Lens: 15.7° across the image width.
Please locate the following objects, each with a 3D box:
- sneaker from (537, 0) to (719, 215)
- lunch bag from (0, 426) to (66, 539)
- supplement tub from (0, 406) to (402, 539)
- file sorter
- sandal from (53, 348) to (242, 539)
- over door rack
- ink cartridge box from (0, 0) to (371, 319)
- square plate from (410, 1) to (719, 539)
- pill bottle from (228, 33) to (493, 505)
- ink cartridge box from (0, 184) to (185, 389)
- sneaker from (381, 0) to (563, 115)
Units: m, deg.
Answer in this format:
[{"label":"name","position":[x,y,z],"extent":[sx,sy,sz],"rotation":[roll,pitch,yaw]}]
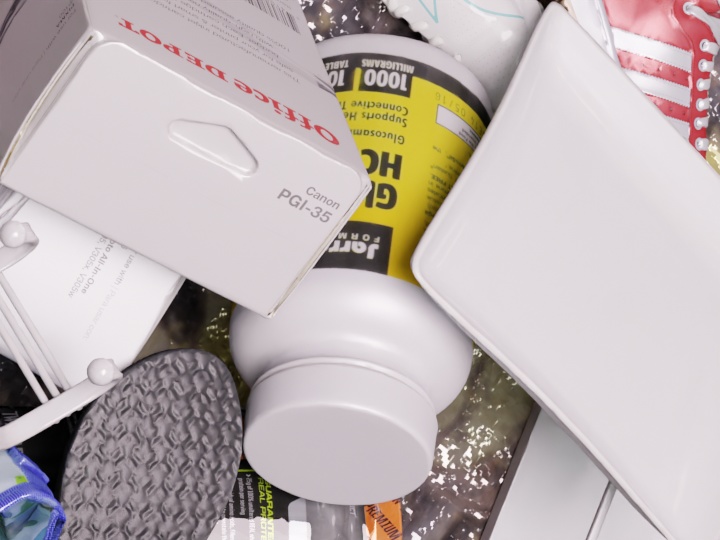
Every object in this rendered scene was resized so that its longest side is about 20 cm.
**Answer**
[{"label":"sneaker","position":[0.161,-0.101,1.296],"extent":[0.112,0.071,0.201],"rotation":[-21,97,-9]},{"label":"lunch bag","position":[-0.231,0.130,1.125],"extent":[0.200,0.170,0.127],"rotation":[-49,134,-1]},{"label":"supplement tub","position":[-0.087,0.125,1.218],"extent":[0.198,0.122,0.124],"rotation":[1,94,-15]},{"label":"file sorter","position":[0.179,0.142,1.292],"extent":[0.199,0.124,0.140],"rotation":[23,89,-16]},{"label":"sandal","position":[-0.109,0.128,1.123],"extent":[0.075,0.048,0.202],"rotation":[20,82,-21]},{"label":"over door rack","position":[-0.215,0.035,1.035],"extent":[0.199,0.067,0.148],"rotation":[-32,82,-9]},{"label":"ink cartridge box","position":[-0.091,-0.086,1.144],"extent":[0.146,0.200,0.083],"rotation":[28,112,-26]},{"label":"square plate","position":[0.115,0.006,1.195],"extent":[0.198,0.028,0.200],"rotation":[46,45,-17]},{"label":"pill bottle","position":[0.000,0.000,1.192],"extent":[0.112,0.113,0.201],"rotation":[18,53,-16]},{"label":"ink cartridge box","position":[-0.186,-0.027,1.167],"extent":[0.199,0.146,0.084],"rotation":[31,88,-15]},{"label":"sneaker","position":[0.042,-0.137,1.268],"extent":[0.080,0.070,0.202],"rotation":[-21,93,-5]}]
